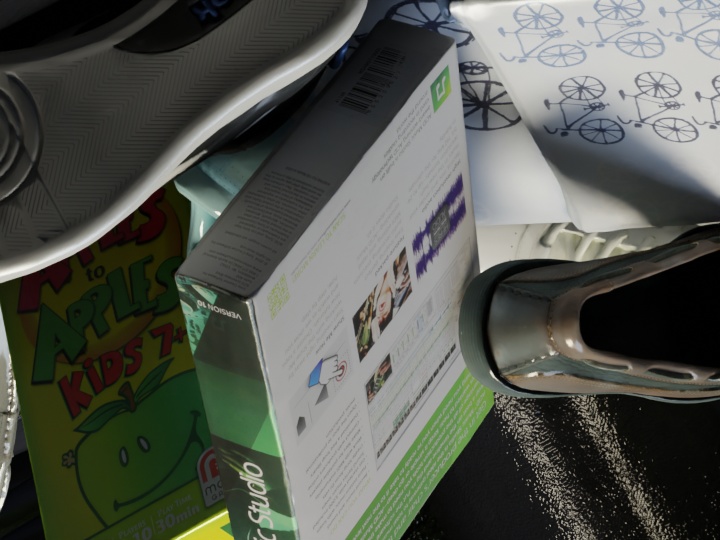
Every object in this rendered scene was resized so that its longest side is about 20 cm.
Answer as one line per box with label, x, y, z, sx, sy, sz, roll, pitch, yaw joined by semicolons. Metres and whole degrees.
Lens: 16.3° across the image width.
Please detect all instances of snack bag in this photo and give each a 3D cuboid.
snack bag;0.065;-0.062;0.972;0.199;0.022;0.189;-2;153;20

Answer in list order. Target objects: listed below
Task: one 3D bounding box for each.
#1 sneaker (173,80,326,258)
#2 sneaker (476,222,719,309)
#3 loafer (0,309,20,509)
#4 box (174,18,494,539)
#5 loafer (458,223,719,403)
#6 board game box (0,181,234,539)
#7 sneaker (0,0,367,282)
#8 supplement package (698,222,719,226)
sneaker;-0.036;0.006;1.001;0.082;0.074;0.201;-36;140;-18
sneaker;0.121;-0.005;1.096;0.199;0.078;0.099;7;-166;-14
loafer;-0.188;0.080;1.157;0.069;0.070;0.201;0;127;-16
box;-0.004;0.028;0.932;0.145;0.036;0.201;-52;148;-35
loafer;0.132;0.019;0.999;0.199;0.072;0.063;-7;-179;-37
board game box;-0.091;0.042;1.056;0.101;0.201;0.048;-30;142;16
sneaker;-0.084;-0.047;0.862;0.199;0.073;0.112;-30;174;-5
supplement package;0.153;-0.112;0.996;0.113;0.110;0.200;16;155;-12
